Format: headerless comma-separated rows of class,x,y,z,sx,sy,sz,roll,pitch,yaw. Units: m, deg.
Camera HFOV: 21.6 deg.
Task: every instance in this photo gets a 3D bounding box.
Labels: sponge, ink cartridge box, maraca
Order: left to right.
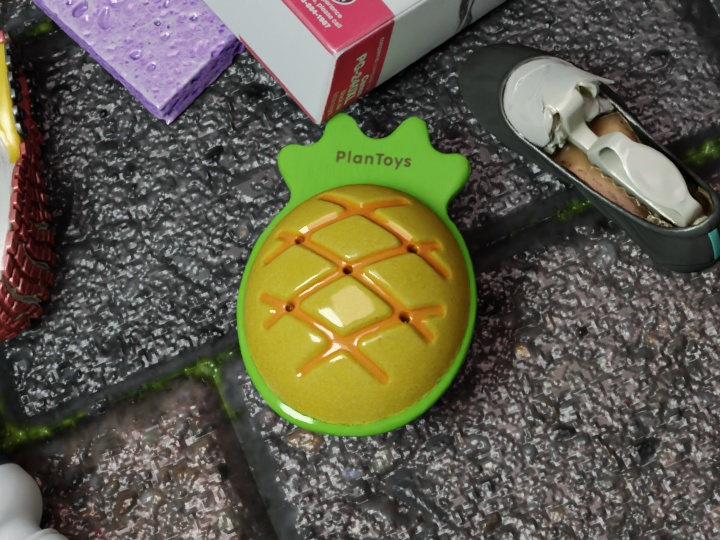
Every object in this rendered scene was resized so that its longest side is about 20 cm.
sponge,-0.154,-0.196,1.197,0.200,0.030,0.112,42,80,16
maraca,0.000,0.000,1.079,0.137,0.107,0.200,5,67,4
ink cartridge box,0.010,-0.204,1.135,0.200,0.083,0.145,-35,72,-23

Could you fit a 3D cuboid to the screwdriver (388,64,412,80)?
screwdriver,-0.029,-0.198,1.192,0.028,0.029,0.200,-33,68,-6

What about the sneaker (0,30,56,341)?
sneaker,-0.233,-0.046,1.137,0.082,0.078,0.200,-13,62,5

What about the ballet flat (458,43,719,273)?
ballet flat,0.140,-0.079,1.112,0.200,0.068,0.068,39,79,16

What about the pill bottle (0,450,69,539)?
pill bottle,-0.249,0.134,1.054,0.200,0.111,0.111,36,78,15
